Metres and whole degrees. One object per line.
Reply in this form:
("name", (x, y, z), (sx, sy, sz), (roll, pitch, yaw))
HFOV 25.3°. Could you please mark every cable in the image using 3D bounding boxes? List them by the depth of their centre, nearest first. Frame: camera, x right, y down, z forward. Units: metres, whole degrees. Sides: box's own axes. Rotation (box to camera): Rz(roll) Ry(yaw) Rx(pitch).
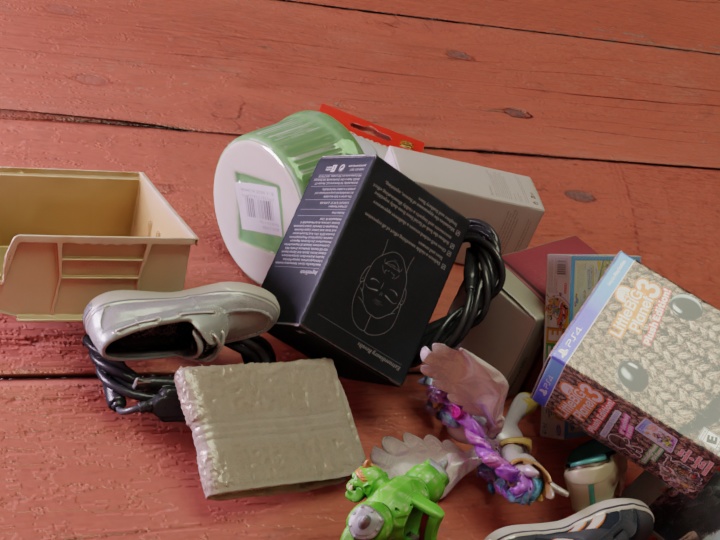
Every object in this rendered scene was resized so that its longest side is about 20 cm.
("cable", (-0.179, 0.094, 1.620), (0.200, 0.051, 0.163), (-4, 35, -33))
("cable", (0.079, 0.034, 1.767), (0.163, 0.200, 0.051), (16, -20, 46))

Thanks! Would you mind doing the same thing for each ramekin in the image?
("ramekin", (-0.079, -0.074, 1.811), (0.098, 0.200, 0.200), (-18, 49, -38))

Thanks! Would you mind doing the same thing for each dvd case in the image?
("dvd case", (0.382, 0.211, 1.674), (0.146, 0.200, 0.022), (40, -12, 52))

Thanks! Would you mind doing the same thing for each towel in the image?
("towel", (-0.086, 0.151, 1.555), (0.200, 0.034, 0.133), (1, 63, -42))

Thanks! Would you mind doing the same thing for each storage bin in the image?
("storage bin", (-0.296, -0.030, 1.640), (0.198, 0.094, 0.200), (1, 23, -26))

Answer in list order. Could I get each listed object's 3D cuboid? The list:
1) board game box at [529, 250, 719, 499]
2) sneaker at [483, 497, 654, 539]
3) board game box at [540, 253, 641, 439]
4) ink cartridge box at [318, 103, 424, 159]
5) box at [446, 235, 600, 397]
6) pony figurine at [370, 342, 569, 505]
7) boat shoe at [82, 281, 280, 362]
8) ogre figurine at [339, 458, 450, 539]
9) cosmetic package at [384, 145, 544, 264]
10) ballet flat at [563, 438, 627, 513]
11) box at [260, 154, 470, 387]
("board game box", (0.306, 0.106, 1.654), (0.200, 0.097, 0.159), (31, 60, 11))
("sneaker", (0.215, 0.283, 1.566), (0.200, 0.079, 0.079), (-10, 38, -26))
("board game box", (0.257, 0.082, 1.778), (0.034, 0.200, 0.134), (4, 2, 44))
("ink cartridge box", (0.010, -0.168, 2.146), (0.160, 0.047, 0.200), (21, 33, -3))
("box", (0.203, 0.053, 1.857), (0.200, 0.128, 0.109), (-16, 48, -45))
("pony figurine", (0.115, 0.160, 1.643), (0.193, 0.167, 0.200), (25, 15, -11))
("boat shoe", (-0.168, 0.060, 1.561), (0.201, 0.070, 0.072), (-2, 44, -25))
("ogre figurine", (0.024, 0.239, 1.466), (0.200, 0.120, 0.098), (-6, 41, -39))
("cosmetic package", (0.117, -0.075, 2.019), (0.200, 0.108, 0.085), (13, 32, -18))
("ballet flat", (0.249, 0.219, 1.687), (0.069, 0.070, 0.200), (30, 10, 12))
("box", (0.000, 0.000, 1.686), (0.148, 0.200, 0.107), (34, -18, -32))
